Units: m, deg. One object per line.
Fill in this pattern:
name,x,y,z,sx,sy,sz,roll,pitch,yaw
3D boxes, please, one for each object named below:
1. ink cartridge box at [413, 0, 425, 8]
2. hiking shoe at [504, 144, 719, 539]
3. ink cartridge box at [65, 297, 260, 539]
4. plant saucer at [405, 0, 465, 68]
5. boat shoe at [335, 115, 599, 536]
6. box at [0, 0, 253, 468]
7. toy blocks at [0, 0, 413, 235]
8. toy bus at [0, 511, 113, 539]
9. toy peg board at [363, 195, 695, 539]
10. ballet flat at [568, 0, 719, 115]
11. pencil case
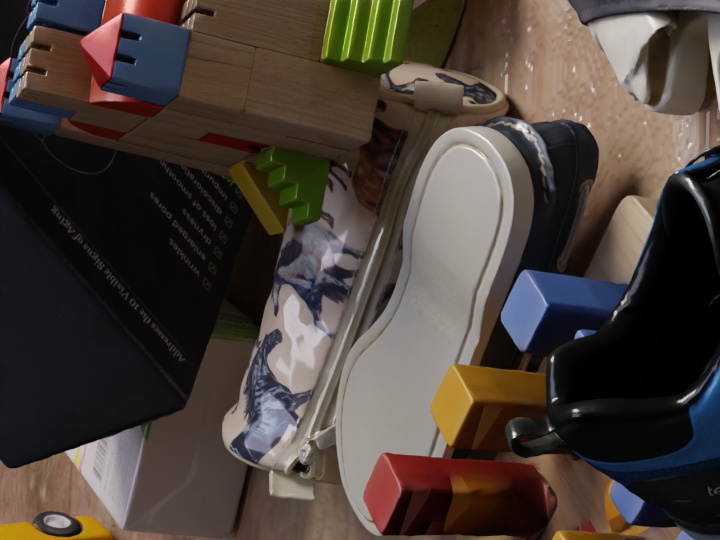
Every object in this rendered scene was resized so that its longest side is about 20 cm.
ink cartridge box,-0.020,-0.197,0.846,0.200,0.040,0.201,-26,61,58
hiking shoe,0.127,-0.015,0.473,0.201,0.086,0.074,-58,33,10
ink cartridge box,-0.125,0.058,1.019,0.200,0.067,0.118,36,114,58
plant saucer,-0.005,-0.157,0.884,0.200,0.031,0.201,-26,60,58
boat shoe,0.040,0.024,0.714,0.075,0.062,0.201,44,133,38
box,-0.161,-0.049,0.884,0.123,0.200,0.197,-22,32,26
toy blocks,-0.078,-0.081,0.720,0.200,0.136,0.101,169,112,-71
toy bus,-0.231,0.194,1.051,0.078,0.199,0.065,32,113,44
toy peg board,0.068,0.105,0.607,0.200,0.097,0.200,-67,31,27
ballet flat,0.118,-0.083,0.591,0.200,0.073,0.074,18,99,60
pencil case,0.000,0.000,0.782,0.090,0.077,0.201,-119,44,-62
